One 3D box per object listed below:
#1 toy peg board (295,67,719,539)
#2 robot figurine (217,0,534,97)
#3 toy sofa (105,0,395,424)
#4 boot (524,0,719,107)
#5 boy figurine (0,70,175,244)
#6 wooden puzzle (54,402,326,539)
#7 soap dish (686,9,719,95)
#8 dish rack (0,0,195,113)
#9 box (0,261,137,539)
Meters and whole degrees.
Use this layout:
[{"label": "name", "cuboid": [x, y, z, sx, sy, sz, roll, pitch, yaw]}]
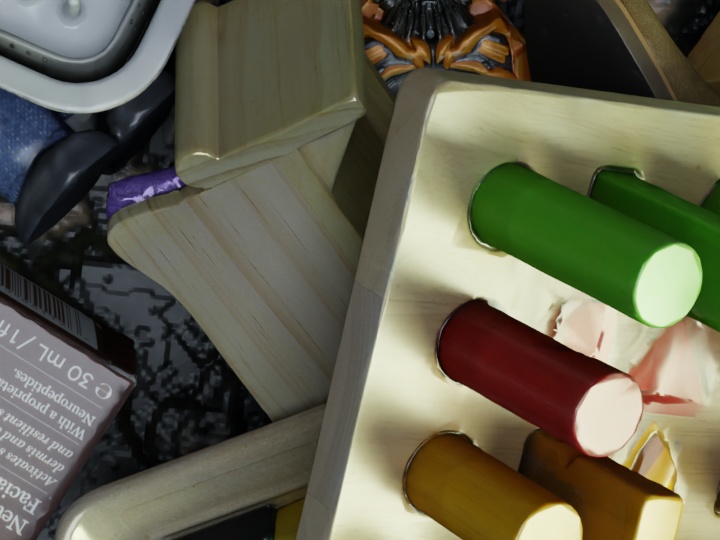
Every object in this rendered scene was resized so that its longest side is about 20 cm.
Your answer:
[{"label": "toy peg board", "cuboid": [0.096, 0.055, 0.858, 0.199, 0.098, 0.200, 5, 104, -35]}, {"label": "robot figurine", "cuboid": [0.018, -0.126, 0.970, 0.144, 0.058, 0.201, -4, 100, -6]}, {"label": "toy sofa", "cuboid": [0.000, 0.000, 0.939, 0.097, 0.083, 0.200, -23, 128, 18]}, {"label": "boot", "cuboid": [0.124, -0.034, 0.963, 0.075, 0.074, 0.200, -42, 116, -18]}, {"label": "boy figurine", "cuboid": [-0.148, -0.108, 0.937, 0.124, 0.064, 0.200, -41, 87, -28]}, {"label": "wooden puzzle", "cuboid": [0.023, 0.113, 0.960, 0.199, 0.037, 0.185, -24, 128, 18]}, {"label": "soap dish", "cuboid": [0.233, -0.102, 0.991, 0.157, 0.081, 0.200, 35, 93, -12]}, {"label": "dish rack", "cuboid": [-0.112, -0.158, 0.895, 0.171, 0.044, 0.201, 24, 76, -2]}, {"label": "box", "cuboid": [-0.172, 0.088, 0.975, 0.100, 0.075, 0.201, 31, 96, -12]}]
